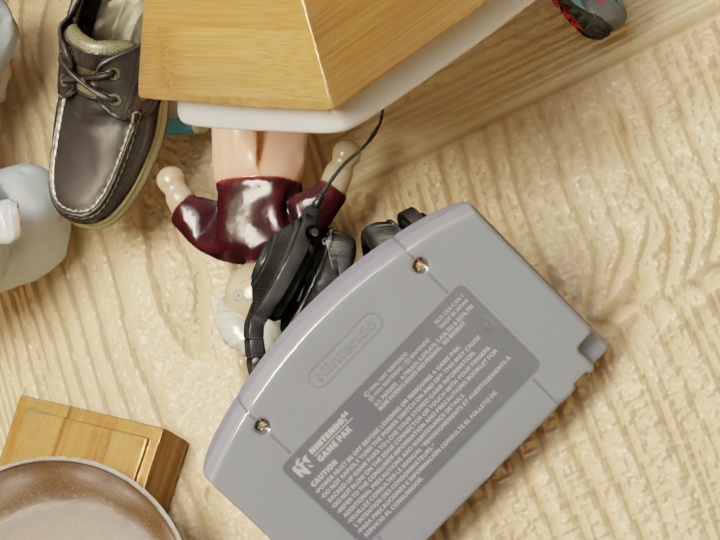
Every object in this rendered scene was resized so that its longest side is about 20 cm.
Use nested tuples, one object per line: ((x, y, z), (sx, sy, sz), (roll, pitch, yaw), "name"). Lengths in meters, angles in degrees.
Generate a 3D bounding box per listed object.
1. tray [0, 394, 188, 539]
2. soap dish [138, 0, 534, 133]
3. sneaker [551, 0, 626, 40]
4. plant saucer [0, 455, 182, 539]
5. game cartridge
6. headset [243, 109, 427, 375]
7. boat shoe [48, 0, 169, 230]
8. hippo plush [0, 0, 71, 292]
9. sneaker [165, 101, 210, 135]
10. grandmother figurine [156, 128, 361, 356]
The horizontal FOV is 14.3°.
((-0.175, 0.177, 1.610), (0.098, 0.037, 0.201), (11, 77, 27), "tray")
((-0.005, -0.150, 1.510), (0.200, 0.082, 0.157), (-37, 28, -33), "soap dish")
((0.127, -0.226, 1.595), (0.095, 0.079, 0.201), (-19, 65, 15), "sneaker")
((-0.172, 0.202, 1.562), (0.199, 0.032, 0.201), (-8, 69, 22), "plant saucer")
((0.018, 0.066, 1.513), (0.200, 0.133, 0.040), (-45, 23, 1), "game cartridge")
((0.000, 0.000, 1.536), (0.123, 0.094, 0.201), (-2, 89, -9), "headset")
((-0.142, -0.123, 1.614), (0.073, 0.065, 0.201), (14, 92, 25), "boat shoe")
((-0.238, -0.067, 1.648), (0.161, 0.200, 0.160), (45, 115, 22), "hippo plush")
((-0.098, -0.175, 1.685), (0.080, 0.076, 0.201), (13, 85, 20), "sneaker")
((-0.060, -0.048, 1.607), (0.121, 0.060, 0.201), (-8, 81, 31), "grandmother figurine")
